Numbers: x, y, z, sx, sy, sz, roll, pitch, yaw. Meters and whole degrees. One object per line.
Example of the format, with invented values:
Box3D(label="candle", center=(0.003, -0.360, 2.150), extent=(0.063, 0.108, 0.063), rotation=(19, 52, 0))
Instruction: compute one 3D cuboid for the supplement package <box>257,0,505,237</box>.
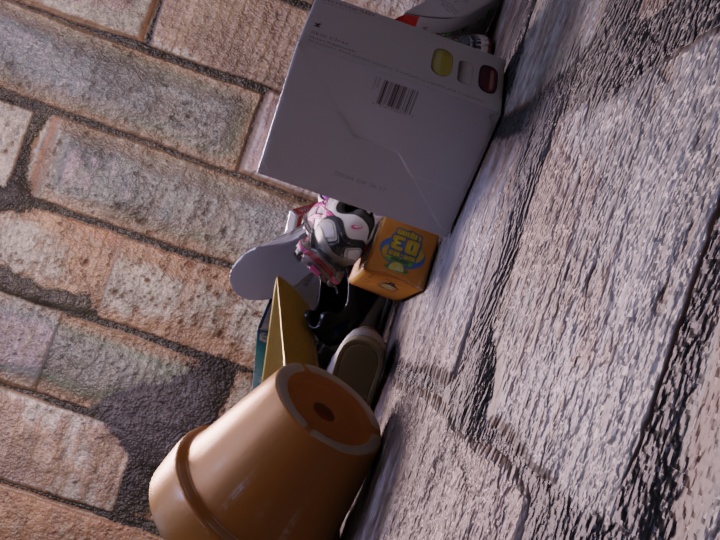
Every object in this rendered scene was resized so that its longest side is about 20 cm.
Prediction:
Box3D(label="supplement package", center=(0.021, -0.152, 1.259), extent=(0.111, 0.200, 0.156), rotation=(-78, 8, -53))

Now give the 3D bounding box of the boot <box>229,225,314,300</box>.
Box3D(label="boot", center=(-0.069, -0.022, 1.674), extent=(0.074, 0.200, 0.096), rotation=(66, -160, 0))

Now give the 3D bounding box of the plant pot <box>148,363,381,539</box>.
Box3D(label="plant pot", center=(-0.079, 0.199, 1.285), extent=(0.183, 0.200, 0.200), rotation=(-52, 11, 23))

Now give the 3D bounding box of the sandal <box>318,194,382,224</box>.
Box3D(label="sandal", center=(0.012, -0.089, 1.564), extent=(0.203, 0.082, 0.050), rotation=(-151, 59, -61))

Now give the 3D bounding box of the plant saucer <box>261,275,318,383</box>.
Box3D(label="plant saucer", center=(-0.086, 0.139, 1.554), extent=(0.200, 0.048, 0.200), rotation=(-101, 17, -59))

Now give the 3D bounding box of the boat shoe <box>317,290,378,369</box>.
Box3D(label="boat shoe", center=(-0.018, 0.105, 1.640), extent=(0.072, 0.076, 0.200), rotation=(-16, -53, -82))

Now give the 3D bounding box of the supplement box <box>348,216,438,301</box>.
Box3D(label="supplement box", center=(0.035, -0.011, 1.419), extent=(0.200, 0.066, 0.069), rotation=(154, 138, -84))

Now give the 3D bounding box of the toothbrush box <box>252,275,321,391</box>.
Box3D(label="toothbrush box", center=(-0.086, 0.099, 1.749), extent=(0.200, 0.085, 0.147), rotation=(98, -171, -48))

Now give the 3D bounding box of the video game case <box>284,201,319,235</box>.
Box3D(label="video game case", center=(-0.030, -0.046, 1.814), extent=(0.200, 0.017, 0.143), rotation=(-19, -42, -38))

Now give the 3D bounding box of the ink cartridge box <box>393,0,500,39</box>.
Box3D(label="ink cartridge box", center=(0.065, -0.246, 1.513), extent=(0.200, 0.050, 0.161), rotation=(-35, -18, -33))

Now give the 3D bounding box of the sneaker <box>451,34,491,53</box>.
Box3D(label="sneaker", center=(0.097, -0.211, 1.407), extent=(0.200, 0.075, 0.081), rotation=(-76, 5, -58))

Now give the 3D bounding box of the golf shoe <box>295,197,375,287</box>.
Box3D(label="golf shoe", center=(-0.014, -0.047, 1.393), extent=(0.092, 0.073, 0.200), rotation=(-45, 12, 11))

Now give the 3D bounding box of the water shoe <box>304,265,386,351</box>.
Box3D(label="water shoe", center=(0.000, 0.000, 1.552), extent=(0.071, 0.079, 0.200), rotation=(0, 57, 39))

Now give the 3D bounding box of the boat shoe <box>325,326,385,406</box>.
Box3D(label="boat shoe", center=(-0.022, 0.155, 1.451), extent=(0.200, 0.075, 0.068), rotation=(-63, 0, 18))
